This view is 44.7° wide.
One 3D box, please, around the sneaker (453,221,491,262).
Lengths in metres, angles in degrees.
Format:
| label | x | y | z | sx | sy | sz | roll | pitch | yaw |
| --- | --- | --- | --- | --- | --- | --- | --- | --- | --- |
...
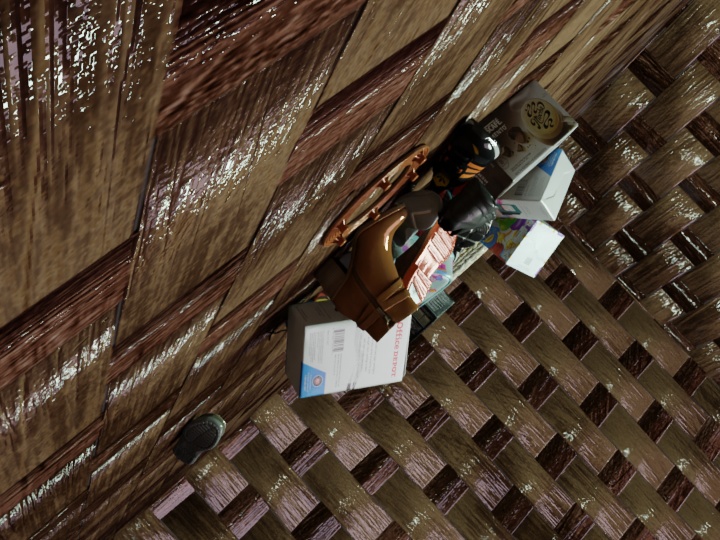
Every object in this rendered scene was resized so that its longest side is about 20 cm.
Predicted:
| label | x | y | z | sx | sy | sz | roll | pitch | yaw |
| --- | --- | --- | --- | --- | --- | --- | --- | --- | --- |
| sneaker | 0.187 | -0.087 | 1.676 | 0.200 | 0.077 | 0.085 | -44 | -161 | 53 |

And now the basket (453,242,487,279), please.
| label | x | y | z | sx | sy | sz | roll | pitch | yaw |
| --- | --- | --- | --- | --- | --- | --- | --- | --- | --- |
| basket | 0.215 | -0.082 | 2.061 | 0.200 | 0.161 | 0.198 | -43 | 176 | 20 |

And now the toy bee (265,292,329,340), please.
| label | x | y | z | sx | sy | sz | roll | pitch | yaw |
| --- | --- | --- | --- | --- | --- | --- | --- | --- | --- |
| toy bee | -0.091 | 0.119 | 1.621 | 0.200 | 0.109 | 0.131 | -38 | 177 | -43 |

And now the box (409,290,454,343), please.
| label | x | y | z | sx | sy | sz | roll | pitch | yaw |
| --- | --- | --- | --- | --- | --- | --- | --- | --- | --- |
| box | 0.112 | 0.065 | 2.241 | 0.086 | 0.200 | 0.164 | -36 | 171 | -42 |

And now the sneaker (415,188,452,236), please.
| label | x | y | z | sx | sy | sz | roll | pitch | yaw |
| --- | --- | --- | --- | --- | --- | --- | --- | --- | --- |
| sneaker | 0.114 | -0.082 | 1.715 | 0.200 | 0.079 | 0.096 | -45 | 177 | 20 |

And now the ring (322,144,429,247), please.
| label | x | y | z | sx | sy | sz | roll | pitch | yaw |
| --- | --- | --- | --- | --- | --- | --- | --- | --- | --- |
| ring | 0.025 | -0.098 | 1.215 | 0.200 | 0.019 | 0.200 | -42 | 175 | -5 |

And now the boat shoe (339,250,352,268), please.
| label | x | y | z | sx | sy | sz | roll | pitch | yaw |
| --- | --- | --- | --- | --- | --- | --- | --- | --- | --- |
| boat shoe | 0.000 | 0.000 | 1.543 | 0.068 | 0.072 | 0.200 | -38 | 176 | -28 |

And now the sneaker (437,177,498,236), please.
| label | x | y | z | sx | sy | sz | roll | pitch | yaw |
| --- | --- | --- | --- | --- | --- | --- | --- | --- | --- |
| sneaker | 0.164 | -0.095 | 1.395 | 0.091 | 0.076 | 0.200 | -37 | 172 | 5 |

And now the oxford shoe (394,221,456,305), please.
| label | x | y | z | sx | sy | sz | roll | pitch | yaw |
| --- | --- | --- | --- | --- | --- | --- | --- | --- | --- |
| oxford shoe | 0.099 | -0.030 | 1.483 | 0.072 | 0.071 | 0.200 | 9 | -125 | 41 |

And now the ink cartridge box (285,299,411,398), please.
| label | x | y | z | sx | sy | sz | roll | pitch | yaw |
| --- | --- | --- | --- | --- | --- | --- | --- | --- | --- |
| ink cartridge box | -0.023 | 0.128 | 1.534 | 0.199 | 0.084 | 0.146 | -6 | 118 | -23 |

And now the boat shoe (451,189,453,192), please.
| label | x | y | z | sx | sy | sz | roll | pitch | yaw |
| --- | --- | --- | --- | --- | --- | --- | --- | --- | --- |
| boat shoe | 0.176 | -0.133 | 1.802 | 0.200 | 0.071 | 0.091 | -44 | 177 | 26 |

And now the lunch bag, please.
| label | x | y | z | sx | sy | sz | roll | pitch | yaw |
| --- | --- | --- | --- | --- | --- | --- | --- | --- | --- |
| lunch bag | 0.076 | 0.008 | 1.653 | 0.200 | 0.160 | 0.077 | -40 | -140 | 53 |

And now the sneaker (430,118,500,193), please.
| label | x | y | z | sx | sy | sz | roll | pitch | yaw |
| --- | --- | --- | --- | --- | --- | --- | --- | --- | --- |
| sneaker | 0.154 | -0.166 | 1.360 | 0.090 | 0.070 | 0.200 | -45 | 177 | -7 |

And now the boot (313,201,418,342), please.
| label | x | y | z | sx | sy | sz | roll | pitch | yaw |
| --- | --- | --- | --- | --- | --- | --- | --- | --- | --- |
| boot | 0.039 | 0.004 | 1.390 | 0.200 | 0.155 | 0.077 | -44 | 175 | 11 |

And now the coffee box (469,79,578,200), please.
| label | x | y | z | sx | sy | sz | roll | pitch | yaw |
| --- | --- | --- | --- | --- | --- | --- | --- | --- | --- |
| coffee box | 0.262 | -0.222 | 1.501 | 0.200 | 0.113 | 0.080 | -39 | 174 | -30 |

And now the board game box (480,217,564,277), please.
| label | x | y | z | sx | sy | sz | roll | pitch | yaw |
| --- | --- | --- | --- | --- | --- | --- | --- | --- | --- |
| board game box | 0.282 | -0.092 | 1.725 | 0.105 | 0.200 | 0.103 | 21 | 108 | -45 |

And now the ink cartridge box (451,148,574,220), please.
| label | x | y | z | sx | sy | sz | roll | pitch | yaw |
| --- | --- | --- | --- | --- | --- | --- | --- | --- | --- |
| ink cartridge box | 0.282 | -0.163 | 1.634 | 0.200 | 0.067 | 0.116 | 8 | -116 | 43 |

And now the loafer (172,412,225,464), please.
| label | x | y | z | sx | sy | sz | roll | pitch | yaw |
| --- | --- | --- | --- | --- | --- | --- | --- | --- | --- |
| loafer | -0.338 | 0.344 | 1.859 | 0.200 | 0.075 | 0.070 | -41 | -171 | 46 |

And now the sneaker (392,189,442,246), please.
| label | x | y | z | sx | sy | sz | roll | pitch | yaw |
| --- | --- | --- | --- | --- | --- | --- | --- | --- | --- |
| sneaker | 0.094 | -0.105 | 1.475 | 0.080 | 0.070 | 0.200 | -47 | -176 | -20 |
